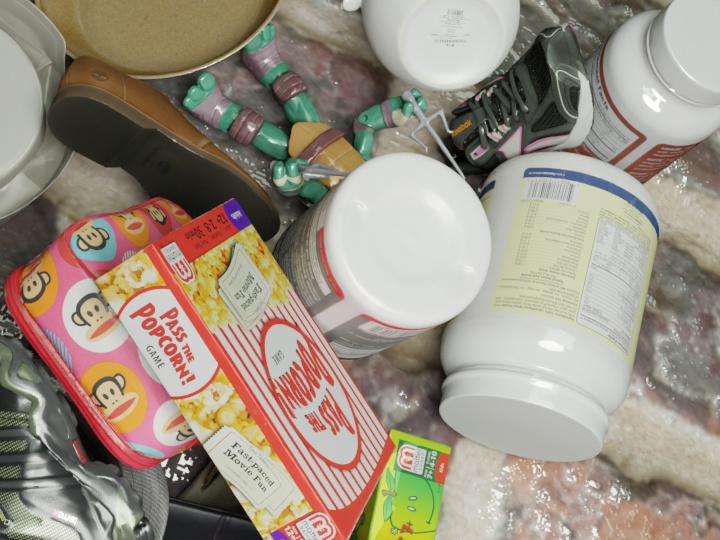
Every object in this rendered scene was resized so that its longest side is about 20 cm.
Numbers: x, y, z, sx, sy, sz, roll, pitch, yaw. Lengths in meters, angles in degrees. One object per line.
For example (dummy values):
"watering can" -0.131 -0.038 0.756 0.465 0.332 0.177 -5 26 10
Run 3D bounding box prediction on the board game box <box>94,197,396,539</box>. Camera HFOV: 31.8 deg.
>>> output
"board game box" -0.062 0.063 0.770 0.046 0.152 0.200 -31 95 17

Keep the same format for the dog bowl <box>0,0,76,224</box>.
"dog bowl" -0.299 -0.114 0.892 0.199 0.059 0.201 7 69 -19

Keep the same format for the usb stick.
"usb stick" -0.050 0.191 0.806 0.199 0.033 0.056 10 76 17

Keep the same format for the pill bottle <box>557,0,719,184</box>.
"pill bottle" 0.227 -0.138 1.014 0.112 0.200 0.113 7 70 -18

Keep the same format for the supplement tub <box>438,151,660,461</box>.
"supplement tub" 0.141 0.028 0.955 0.144 0.145 0.201 22 66 -12

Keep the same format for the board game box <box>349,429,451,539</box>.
"board game box" 0.006 0.219 0.862 0.047 0.102 0.201 19 66 -14

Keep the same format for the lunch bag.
"lunch bag" -0.126 0.045 0.830 0.082 0.200 0.176 -38 88 15

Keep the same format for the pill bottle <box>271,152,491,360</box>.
"pill bottle" 0.000 0.000 0.877 0.113 0.200 0.115 5 76 -20

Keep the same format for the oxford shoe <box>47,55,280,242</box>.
"oxford shoe" -0.132 -0.089 0.919 0.200 0.071 0.072 38 35 -33

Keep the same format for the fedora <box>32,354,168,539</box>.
"fedora" -0.228 0.147 0.807 0.199 0.090 0.177 32 63 -4

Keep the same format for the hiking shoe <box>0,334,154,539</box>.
"hiking shoe" -0.211 0.114 0.732 0.101 0.076 0.200 -39 86 -31

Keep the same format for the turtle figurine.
"turtle figurine" -0.030 -0.093 0.962 0.200 0.101 0.150 39 48 10

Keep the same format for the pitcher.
"pitcher" 0.032 -0.224 1.000 0.171 0.122 0.200 -2 35 -6

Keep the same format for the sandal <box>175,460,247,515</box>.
"sandal" -0.079 0.144 0.883 0.082 0.055 0.200 46 63 0

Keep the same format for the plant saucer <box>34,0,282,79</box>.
"plant saucer" -0.148 -0.221 0.968 0.199 0.035 0.201 -2 64 4

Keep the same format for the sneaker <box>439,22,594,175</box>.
"sneaker" 0.115 -0.115 0.972 0.086 0.200 0.081 -11 70 -13
